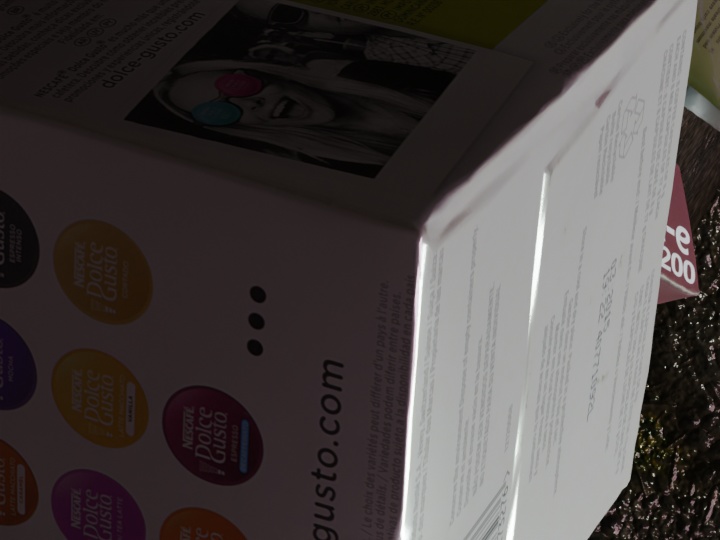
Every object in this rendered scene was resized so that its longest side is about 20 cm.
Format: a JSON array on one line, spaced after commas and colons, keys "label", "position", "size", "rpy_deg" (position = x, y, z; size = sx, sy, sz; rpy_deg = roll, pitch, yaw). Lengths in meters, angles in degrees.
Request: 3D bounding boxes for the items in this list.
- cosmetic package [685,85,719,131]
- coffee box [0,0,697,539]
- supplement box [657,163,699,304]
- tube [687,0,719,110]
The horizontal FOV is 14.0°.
[{"label": "cosmetic package", "position": [0.194, -0.074, 1.126], "size": [0.200, 0.101, 0.071], "rpy_deg": [-117, -140, -76]}, {"label": "coffee box", "position": [-0.035, 0.004, 0.862], "size": [0.200, 0.197, 0.200], "rpy_deg": [-45, 146, -52]}, {"label": "supplement box", "position": [0.021, -0.004, 1.159], "size": [0.109, 0.200, 0.061], "rpy_deg": [23, 55, -62]}, {"label": "tube", "position": [0.070, -0.133, 1.047], "size": [0.052, 0.200, 0.058], "rpy_deg": [-33, 151, -62]}]
